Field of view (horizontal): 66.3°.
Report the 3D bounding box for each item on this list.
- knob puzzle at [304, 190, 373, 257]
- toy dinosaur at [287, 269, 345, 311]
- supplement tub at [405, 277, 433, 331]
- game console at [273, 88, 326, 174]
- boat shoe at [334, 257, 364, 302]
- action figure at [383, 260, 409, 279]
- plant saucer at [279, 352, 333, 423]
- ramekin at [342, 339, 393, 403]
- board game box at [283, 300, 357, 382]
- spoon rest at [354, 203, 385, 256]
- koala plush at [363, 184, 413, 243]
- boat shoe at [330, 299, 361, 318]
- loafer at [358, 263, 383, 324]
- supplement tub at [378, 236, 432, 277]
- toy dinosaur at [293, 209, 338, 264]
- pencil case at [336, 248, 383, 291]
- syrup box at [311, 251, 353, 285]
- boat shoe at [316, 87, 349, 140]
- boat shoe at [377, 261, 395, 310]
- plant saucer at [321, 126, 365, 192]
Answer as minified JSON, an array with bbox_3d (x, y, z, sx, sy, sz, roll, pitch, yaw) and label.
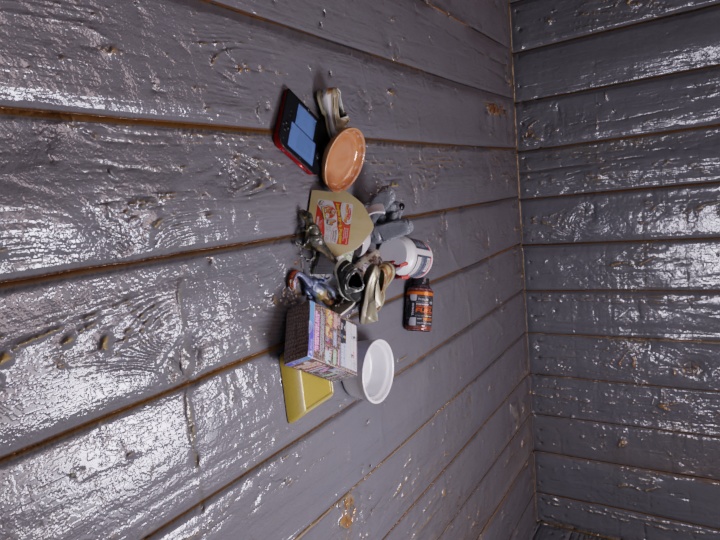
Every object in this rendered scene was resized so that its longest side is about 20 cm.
[{"bbox_3d":[-0.059,-0.136,1.627,0.030,0.214,0.225,108,-10,-78],"label":"knob puzzle"},{"bbox_3d":[-0.140,0.065,1.597,0.181,0.199,0.106,40,76,-13],"label":"toy dinosaur"},{"bbox_3d":[0.225,0.130,2.112,0.106,0.105,0.205,12,79,-56],"label":"supplement tub"},{"bbox_3d":[-0.167,-0.390,1.578,0.199,0.030,0.181,36,60,-52],"label":"game console"},{"bbox_3d":[-0.023,0.042,1.615,0.072,0.067,0.201,-50,152,-19],"label":"boat shoe"},{"bbox_3d":[0.098,0.001,1.847,0.051,0.199,0.067,-15,98,-29],"label":"action figure"},{"bbox_3d":[-0.142,0.310,1.588,0.199,0.048,0.205,-20,106,-56],"label":"plant saucer"},{"bbox_3d":[0.022,0.324,1.797,0.199,0.096,0.206,0,90,-57],"label":"ramekin"},{"bbox_3d":[-0.106,0.201,1.533,0.199,0.096,0.163,30,48,-41],"label":"board game box"},{"bbox_3d":[0.013,-0.130,1.743,0.059,0.202,0.101,5,47,-24],"label":"spoon rest"},{"bbox_3d":[0.083,-0.189,1.873,0.179,0.182,0.200,59,22,-8],"label":"koala plush"},{"bbox_3d":[-0.040,0.124,1.730,0.200,0.071,0.064,-44,125,-56],"label":"boat shoe"},{"bbox_3d":[0.039,0.074,1.710,0.076,0.067,0.204,-104,-158,-63],"label":"loafer"},{"bbox_3d":[0.163,-0.048,1.985,0.199,0.138,0.144,7,84,-57],"label":"supplement tub"},{"bbox_3d":[-0.134,-0.075,1.570,0.087,0.047,0.202,-33,94,-7],"label":"toy dinosaur"},{"bbox_3d":[0.000,0.000,1.781,0.200,0.077,0.090,-40,162,-49],"label":"pencil case"},{"bbox_3d":[-0.073,-0.063,1.671,0.079,0.080,0.204,43,54,-51],"label":"syrup box"},{"bbox_3d":[-0.069,-0.457,1.685,0.075,0.067,0.203,-77,151,-53],"label":"boat shoe"},{"bbox_3d":[0.045,0.063,1.786,0.074,0.075,0.203,-24,139,-58],"label":"boat shoe"},{"bbox_3d":[-0.057,-0.341,1.688,0.200,0.037,0.203,-41,145,-38],"label":"plant saucer"}]
